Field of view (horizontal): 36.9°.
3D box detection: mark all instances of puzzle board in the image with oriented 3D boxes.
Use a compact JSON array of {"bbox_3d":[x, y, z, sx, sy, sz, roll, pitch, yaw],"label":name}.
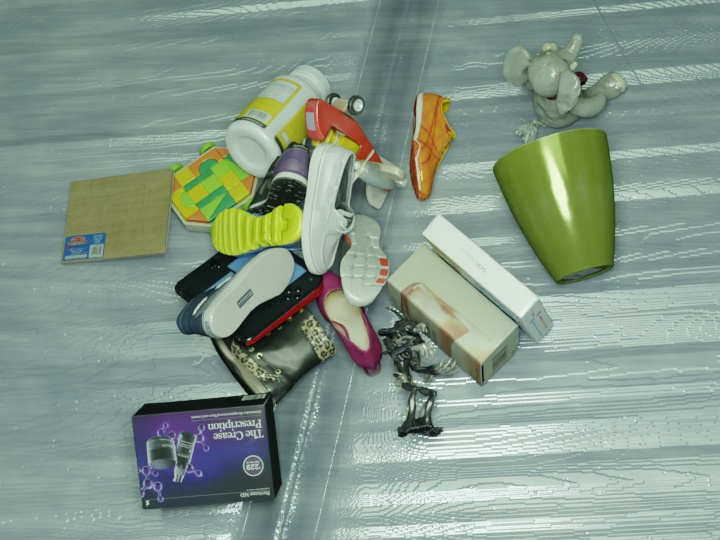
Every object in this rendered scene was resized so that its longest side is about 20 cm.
[{"bbox_3d":[-0.408,-0.089,1.819,0.197,0.017,0.153,-6,68,18],"label":"puzzle board"}]

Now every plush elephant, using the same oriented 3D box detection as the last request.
[{"bbox_3d":[0.324,-0.317,1.774,0.164,0.155,0.200,37,73,22],"label":"plush elephant"}]

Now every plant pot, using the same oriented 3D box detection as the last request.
[{"bbox_3d":[0.319,-0.089,1.671,0.184,0.187,0.203,-14,78,0],"label":"plant pot"}]

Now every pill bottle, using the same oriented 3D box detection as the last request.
[{"bbox_3d":[-0.132,-0.256,1.816,0.111,0.113,0.201,24,52,17],"label":"pill bottle"}]

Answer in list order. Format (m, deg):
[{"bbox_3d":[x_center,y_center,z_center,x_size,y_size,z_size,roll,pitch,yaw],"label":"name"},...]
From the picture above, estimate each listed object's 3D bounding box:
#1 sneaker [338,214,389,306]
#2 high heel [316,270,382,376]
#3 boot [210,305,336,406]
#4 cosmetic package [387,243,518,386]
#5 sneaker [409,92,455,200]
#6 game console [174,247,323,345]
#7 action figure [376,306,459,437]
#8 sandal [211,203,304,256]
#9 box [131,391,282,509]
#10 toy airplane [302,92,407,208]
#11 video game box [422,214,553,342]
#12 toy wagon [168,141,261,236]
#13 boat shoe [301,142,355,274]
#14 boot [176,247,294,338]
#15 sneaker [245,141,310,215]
[{"bbox_3d":[0.000,0.000,1.686,0.076,0.083,0.201,13,38,-6],"label":"sneaker"},{"bbox_3d":[-0.024,0.067,1.668,0.067,0.096,0.202,-22,64,-4],"label":"high heel"},{"bbox_3d":[-0.145,0.105,1.680,0.150,0.074,0.200,-34,59,-14],"label":"boot"},{"bbox_3d":[0.141,0.068,1.644,0.087,0.104,0.200,-42,65,-12],"label":"cosmetic package"},{"bbox_3d":[0.120,-0.210,1.799,0.076,0.073,0.203,7,68,0],"label":"sneaker"},{"bbox_3d":[-0.173,0.022,1.698,0.176,0.031,0.199,-34,46,-28],"label":"game console"},{"bbox_3d":[0.088,0.143,1.610,0.101,0.118,0.203,-20,67,31],"label":"action figure"},{"bbox_3d":[-0.151,-0.058,1.716,0.197,0.087,0.081,1,81,33],"label":"sandal"},{"bbox_3d":[-0.223,0.264,1.579,0.197,0.079,0.144,-6,98,5],"label":"box"},{"bbox_3d":[-0.019,-0.168,1.728,0.198,0.200,0.141,38,71,8],"label":"toy airplane"},{"bbox_3d":[0.194,0.015,1.617,0.200,0.182,0.047,42,88,23],"label":"video game box"},{"bbox_3d":[-0.232,-0.153,1.832,0.199,0.040,0.156,-36,66,-10],"label":"toy wagon"},{"bbox_3d":[-0.041,-0.089,1.637,0.068,0.072,0.203,13,100,26],"label":"boat shoe"},{"bbox_3d":[-0.190,0.029,1.633,0.089,0.074,0.200,0,30,42],"label":"boot"},{"bbox_3d":[-0.125,-0.135,1.736,0.075,0.200,0.089,20,61,-19],"label":"sneaker"}]
